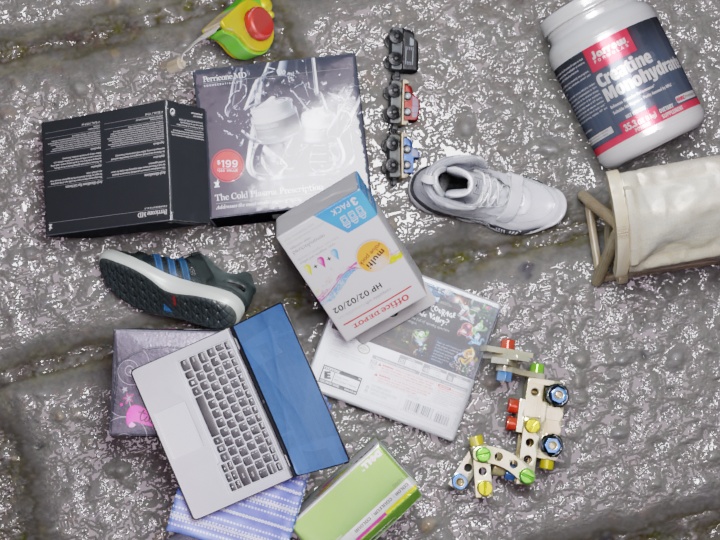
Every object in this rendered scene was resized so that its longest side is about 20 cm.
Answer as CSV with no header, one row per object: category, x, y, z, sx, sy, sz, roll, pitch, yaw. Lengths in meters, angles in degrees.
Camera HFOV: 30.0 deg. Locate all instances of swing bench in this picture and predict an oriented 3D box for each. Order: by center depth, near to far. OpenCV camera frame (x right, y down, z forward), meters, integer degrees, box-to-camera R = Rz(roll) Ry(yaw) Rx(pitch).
swing bench,0.381,-0.062,1.604,0.198,0.200,0.130,-10,87,-2

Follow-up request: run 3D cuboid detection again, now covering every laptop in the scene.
laptop,-0.137,0.159,1.488,0.200,0.116,0.188,-23,88,0

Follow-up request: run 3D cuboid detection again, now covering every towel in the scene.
towel,-0.128,0.224,1.552,0.144,0.024,0.200,17,87,-2

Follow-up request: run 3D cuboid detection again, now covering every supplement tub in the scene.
supplement tub,0.317,-0.238,1.643,0.140,0.140,0.200,-26,88,-3

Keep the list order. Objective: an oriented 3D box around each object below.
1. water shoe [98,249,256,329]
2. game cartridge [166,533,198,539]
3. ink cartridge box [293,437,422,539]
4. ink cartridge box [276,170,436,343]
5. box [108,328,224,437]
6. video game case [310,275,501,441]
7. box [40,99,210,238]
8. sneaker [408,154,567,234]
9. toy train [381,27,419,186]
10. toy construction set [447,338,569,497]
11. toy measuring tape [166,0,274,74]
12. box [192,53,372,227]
water shoe,-0.225,0.013,1.658,0.200,0.072,0.079,21,44,14
game cartridge,-0.144,0.386,1.628,0.133,0.040,0.200,-33,76,2
ink cartridge box,-0.007,0.275,1.573,0.148,0.200,0.076,-42,88,-4
ink cartridge box,0.000,0.000,1.591,0.115,0.068,0.200,-30,112,8
box,-0.195,0.137,1.620,0.199,0.115,0.133,2,86,-1
video game case,0.052,0.093,1.676,0.200,0.023,0.182,20,87,1
box,-0.282,-0.116,1.606,0.200,0.079,0.142,-5,84,32
sneaker,0.159,-0.091,1.642,0.199,0.115,0.075,10,87,-1
toy train,0.052,-0.205,1.689,0.046,0.034,0.201,3,86,-14
toy construction set,0.185,0.182,1.645,0.131,0.092,0.201,8,97,-1
toy measuring tape,-0.159,-0.274,1.639,0.074,0.074,0.200,37,48,1
box,-0.095,-0.157,1.646,0.199,0.104,0.183,-7,86,-2
